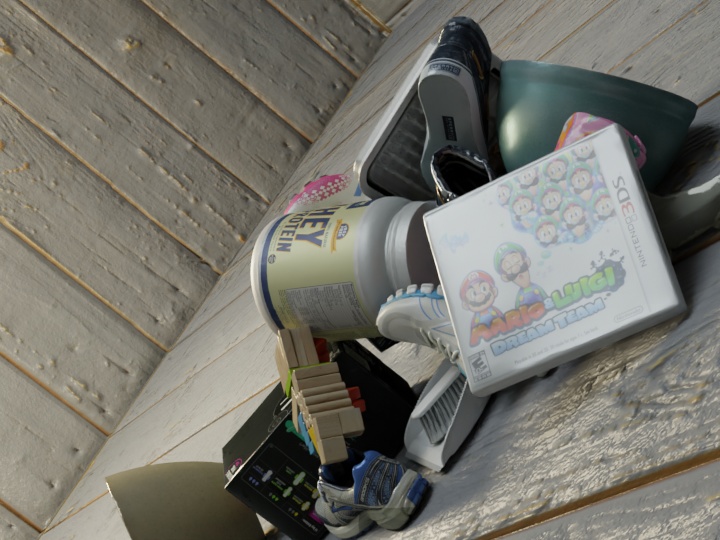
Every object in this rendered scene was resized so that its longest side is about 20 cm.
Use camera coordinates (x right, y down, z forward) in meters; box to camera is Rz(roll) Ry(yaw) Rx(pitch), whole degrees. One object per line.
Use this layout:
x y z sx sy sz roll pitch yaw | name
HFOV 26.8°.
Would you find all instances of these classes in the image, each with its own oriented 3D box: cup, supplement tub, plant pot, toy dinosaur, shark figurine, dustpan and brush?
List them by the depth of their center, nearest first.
0.283 -0.073 1.319 0.214 0.089 0.128 -43 14 42 | shark figurine
0.222 -0.121 1.511 0.200 0.200 0.134 -160 84 -78 | plant pot
0.103 0.100 1.526 0.200 0.057 0.140 -51 11 -8 | dustpan and brush
0.000 0.000 1.601 0.200 0.145 0.145 -8 36 35 | supplement tub
0.174 -0.141 1.671 0.200 0.060 0.106 -40 -14 -42 | toy dinosaur
-0.198 0.306 1.798 0.143 0.200 0.200 -25 6 -12 | cup

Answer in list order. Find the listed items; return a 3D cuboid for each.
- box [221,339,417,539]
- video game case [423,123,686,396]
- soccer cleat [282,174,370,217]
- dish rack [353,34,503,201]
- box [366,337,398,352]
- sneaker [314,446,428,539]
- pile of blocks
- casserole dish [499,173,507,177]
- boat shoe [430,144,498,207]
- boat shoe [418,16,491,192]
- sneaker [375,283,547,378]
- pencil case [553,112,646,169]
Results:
-0.046 0.182 1.686 0.200 0.124 0.149 -50 11 5 | box
0.163 -0.009 1.314 0.200 0.024 0.182 -25 63 22 | video game case
0.001 -0.073 1.738 0.200 0.086 0.070 -23 -44 -41 | soccer cleat
0.082 -0.153 1.641 0.044 0.172 0.200 36 96 42 | dish rack
0.099 -0.007 1.723 0.159 0.046 0.200 -28 -21 -52 | box
-0.006 0.214 1.528 0.077 0.085 0.200 -56 12 -27 | sneaker
-0.034 0.133 1.537 0.200 0.062 0.082 -117 22 -51 | pile of blocks
0.145 -0.082 1.794 0.121 0.039 0.200 -41 -24 11 | casserole dish
0.138 -0.038 1.476 0.071 0.200 0.091 -41 -30 -9 | boat shoe
0.106 -0.162 1.556 0.200 0.071 0.091 82 -156 -52 | boat shoe
0.099 0.066 1.455 0.200 0.075 0.087 0 56 30 | sneaker
0.183 -0.045 1.378 0.200 0.087 0.087 -61 11 -2 | pencil case
